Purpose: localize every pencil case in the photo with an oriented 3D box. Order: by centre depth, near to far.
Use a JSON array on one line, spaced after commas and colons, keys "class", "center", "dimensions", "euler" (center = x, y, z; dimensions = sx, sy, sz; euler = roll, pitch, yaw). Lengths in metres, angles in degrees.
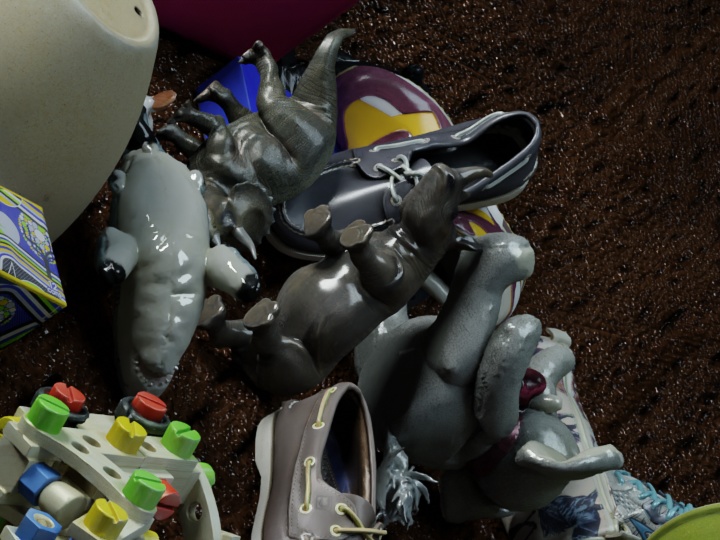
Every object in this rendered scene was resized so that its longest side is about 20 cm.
[{"class": "pencil case", "center": [0.132, 0.133, 1.779], "dimensions": [0.078, 0.089, 0.200], "euler": [38, 27, -43]}]

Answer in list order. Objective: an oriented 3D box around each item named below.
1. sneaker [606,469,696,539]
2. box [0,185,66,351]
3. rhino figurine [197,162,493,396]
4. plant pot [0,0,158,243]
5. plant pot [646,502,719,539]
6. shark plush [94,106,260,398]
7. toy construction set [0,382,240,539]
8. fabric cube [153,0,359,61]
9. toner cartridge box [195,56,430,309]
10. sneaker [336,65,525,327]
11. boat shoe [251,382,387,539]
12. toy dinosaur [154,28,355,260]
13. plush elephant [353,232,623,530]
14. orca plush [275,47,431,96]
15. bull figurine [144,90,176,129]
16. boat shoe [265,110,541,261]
[{"class": "sneaker", "center": [0.214, 0.186, 1.877], "dimensions": [0.200, 0.086, 0.078], "euler": [56, 21, 0]}, {"class": "box", "center": [-0.238, -0.025, 1.278], "dimensions": [0.200, 0.064, 0.070], "euler": [29, 34, -47]}, {"class": "rhino figurine", "center": [0.000, 0.000, 1.578], "dimensions": [0.060, 0.200, 0.087], "euler": [46, -8, 44]}, {"class": "plant pot", "center": [-0.189, -0.123, 1.419], "dimensions": [0.200, 0.134, 0.200], "euler": [43, 25, -27]}, {"class": "plant pot", "center": [0.245, 0.286, 1.695], "dimensions": [0.200, 0.200, 0.193], "euler": [51, 34, -12]}, {"class": "shark plush", "center": [-0.131, -0.021, 1.481], "dimensions": [0.091, 0.083, 0.200], "euler": [-3, 49, -27]}, {"class": "toy construction set", "center": [-0.113, 0.119, 1.294], "dimensions": [0.131, 0.092, 0.200], "euler": [41, 3, 34]}, {"class": "fabric cube", "center": [-0.083, -0.282, 1.777], "dimensions": [0.199, 0.196, 0.200], "euler": [21, 39, -57]}, {"class": "toner cartridge box", "center": [-0.027, -0.056, 1.778], "dimensions": [0.200, 0.043, 0.095], "euler": [36, 31, -40]}, {"class": "sneaker", "center": [0.044, -0.050, 1.757], "dimensions": [0.200, 0.075, 0.090], "euler": [52, 17, -7]}, {"class": "boat shoe", "center": [-0.019, 0.144, 1.494], "dimensions": [0.072, 0.059, 0.200], "euler": [43, 25, -31]}, {"class": "toy dinosaur", "center": [-0.064, -0.077, 1.645], "dimensions": [0.102, 0.077, 0.200], "euler": [49, 53, -2]}, {"class": "plush elephant", "center": [0.084, 0.087, 1.663], "dimensions": [0.155, 0.165, 0.200], "euler": [23, 66, -32]}, {"class": "orca plush", "center": [0.009, -0.144, 1.934], "dimensions": [0.200, 0.071, 0.105], "euler": [28, 35, -49]}, {"class": "bull figurine", "center": [-0.185, -0.163, 1.577], "dimensions": [0.200, 0.065, 0.121], "euler": [44, 22, -29]}, {"class": "boat shoe", "center": [0.029, -0.063, 1.688], "dimensions": [0.200, 0.063, 0.073], "euler": [-16, 70, -24]}]
